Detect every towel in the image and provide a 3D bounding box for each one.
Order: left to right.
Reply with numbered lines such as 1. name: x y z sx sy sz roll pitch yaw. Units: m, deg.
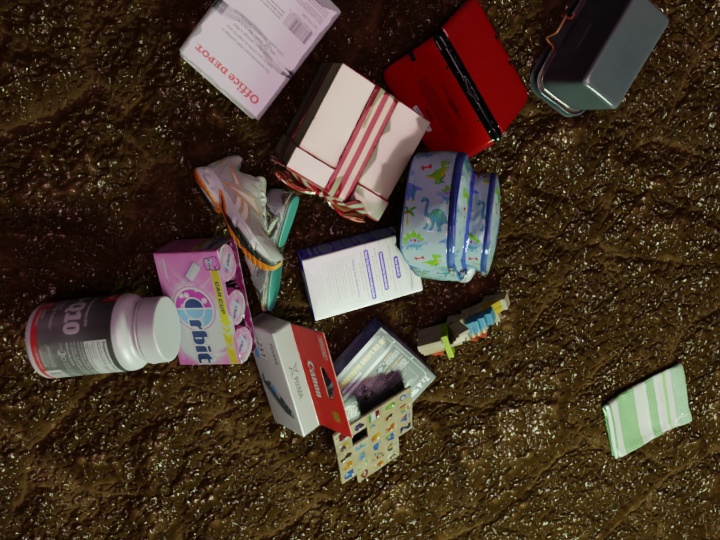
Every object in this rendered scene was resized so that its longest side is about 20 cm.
1. towel: 0.620 0.305 1.350 0.197 0.023 0.155 -23 111 -6

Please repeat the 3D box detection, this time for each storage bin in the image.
1. storage bin: 0.386 -0.361 1.015 0.144 0.134 0.202 27 98 -21

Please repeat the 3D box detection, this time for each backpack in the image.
1. backpack: 0.135 -0.083 0.937 0.144 0.200 0.187 5 83 18

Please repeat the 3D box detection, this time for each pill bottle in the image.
1. pill bottle: -0.381 0.095 0.941 0.195 0.114 0.116 -6 110 6

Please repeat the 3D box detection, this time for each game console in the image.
1. game console: 0.160 -0.305 1.036 0.170 0.120 0.201 -25 115 28

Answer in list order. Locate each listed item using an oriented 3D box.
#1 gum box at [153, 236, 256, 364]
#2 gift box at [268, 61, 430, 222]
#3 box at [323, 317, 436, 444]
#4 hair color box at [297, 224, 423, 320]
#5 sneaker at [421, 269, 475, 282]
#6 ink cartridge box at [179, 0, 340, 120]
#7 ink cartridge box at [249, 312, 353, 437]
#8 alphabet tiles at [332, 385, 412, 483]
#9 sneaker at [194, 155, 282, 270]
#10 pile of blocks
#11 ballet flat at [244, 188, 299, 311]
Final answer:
1. gum box: -0.243 0.055 0.994 0.111 0.066 0.204 -2 111 15
2. gift box: -0.027 -0.187 0.931 0.182 0.200 0.189 28 100 -16
3. box: 0.018 0.213 1.147 0.158 0.048 0.201 40 94 -22
4. hair color box: 0.000 0.000 1.067 0.196 0.065 0.112 -14 110 -8
5. sneaker: 0.144 -0.077 1.074 0.111 0.076 0.205 -2 105 -11
6. ink cartridge box: -0.148 -0.344 0.905 0.146 0.083 0.201 39 94 -23
7. ink cartridge box: -0.105 0.182 1.039 0.044 0.174 0.204 -29 115 -35
8. alphabet tiles: 0.028 0.312 1.147 0.165 0.008 0.202 -28 139 -21
9. sneaker: -0.166 -0.096 0.947 0.091 0.076 0.201 -34 79 -19
10. pile of blocks: 0.196 0.115 1.145 0.197 0.082 0.063 -27 112 -6
11. ballet flat: -0.152 -0.037 1.021 0.071 0.072 0.204 10 104 -17
